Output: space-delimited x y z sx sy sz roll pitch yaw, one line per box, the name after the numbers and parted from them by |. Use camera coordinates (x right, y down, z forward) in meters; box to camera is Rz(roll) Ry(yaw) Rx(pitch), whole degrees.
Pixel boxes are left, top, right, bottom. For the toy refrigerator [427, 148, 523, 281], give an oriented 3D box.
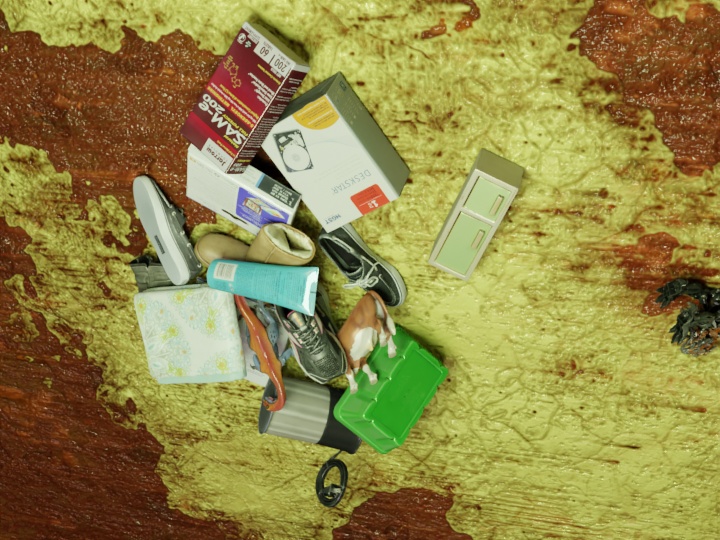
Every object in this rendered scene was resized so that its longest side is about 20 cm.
0.179 -0.083 1.568 0.075 0.070 0.202 25 129 -1 | toy refrigerator

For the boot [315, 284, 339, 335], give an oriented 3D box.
-0.079 0.127 1.801 0.072 0.091 0.202 -7 123 23 | boot

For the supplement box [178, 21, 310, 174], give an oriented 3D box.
-0.176 -0.258 1.500 0.108 0.061 0.201 40 109 13 | supplement box

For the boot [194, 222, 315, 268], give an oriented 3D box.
-0.181 -0.040 1.681 0.173 0.067 0.200 23 157 -13 | boot

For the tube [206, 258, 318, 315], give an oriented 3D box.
-0.160 0.020 1.639 0.197 0.050 0.079 10 102 25 | tube

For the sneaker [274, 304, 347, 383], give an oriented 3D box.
-0.097 0.098 1.659 0.201 0.080 0.086 53 177 20 | sneaker

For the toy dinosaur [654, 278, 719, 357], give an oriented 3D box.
0.544 0.058 1.552 0.133 0.103 0.203 4 116 -13 | toy dinosaur

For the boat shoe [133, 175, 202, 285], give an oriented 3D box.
-0.334 -0.077 1.749 0.070 0.066 0.203 -20 95 53 | boat shoe

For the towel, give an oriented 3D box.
-0.301 0.113 1.756 0.197 0.048 0.174 -5 105 23 | towel

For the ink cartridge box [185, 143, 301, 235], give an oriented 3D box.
-0.199 -0.126 1.656 0.196 0.044 0.200 30 161 -2 | ink cartridge box

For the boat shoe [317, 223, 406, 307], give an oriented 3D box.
0.002 -0.001 1.690 0.073 0.068 0.200 -24 115 32 | boat shoe

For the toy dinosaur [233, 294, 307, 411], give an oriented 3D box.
-0.177 0.151 1.753 0.104 0.184 0.199 -25 150 21 | toy dinosaur

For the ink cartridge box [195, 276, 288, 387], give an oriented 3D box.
-0.229 0.112 1.874 0.193 0.044 0.202 21 126 3 | ink cartridge box

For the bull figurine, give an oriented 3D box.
-0.004 0.131 1.701 0.064 0.122 0.202 -4 136 -36 | bull figurine

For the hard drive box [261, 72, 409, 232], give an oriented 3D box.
-0.042 -0.183 1.564 0.154 0.077 0.201 -25 115 33 | hard drive box

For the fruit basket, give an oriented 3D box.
0.055 0.219 1.789 0.155 0.217 0.215 39 128 -14 | fruit basket

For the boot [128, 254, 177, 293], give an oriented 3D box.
-0.332 0.042 1.801 0.197 0.068 0.133 7 117 21 | boot

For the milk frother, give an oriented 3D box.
-0.101 0.319 1.864 0.185 0.203 0.181 14 145 -14 | milk frother
